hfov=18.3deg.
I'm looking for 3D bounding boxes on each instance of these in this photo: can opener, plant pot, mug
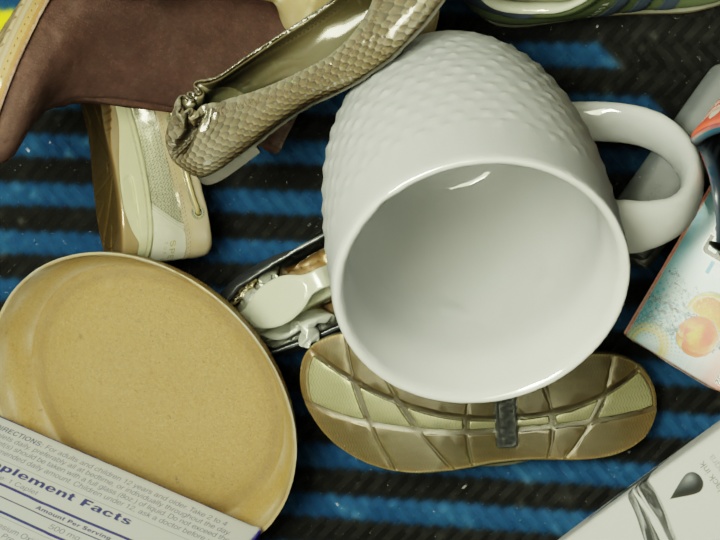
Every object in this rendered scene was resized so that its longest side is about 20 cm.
[{"bbox_3d":[0.137,-0.033,1.214,0.067,0.053,0.200,35,86,13],"label":"can opener"},{"bbox_3d":[-0.122,0.075,1.290,0.200,0.027,0.201,11,120,21],"label":"plant pot"},{"bbox_3d":[0.078,-0.044,1.154,0.199,0.176,0.148,-5,125,-2],"label":"mug"}]

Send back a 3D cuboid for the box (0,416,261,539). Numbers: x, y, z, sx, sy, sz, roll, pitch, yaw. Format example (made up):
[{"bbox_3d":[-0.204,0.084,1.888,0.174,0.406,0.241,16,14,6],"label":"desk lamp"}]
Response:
[{"bbox_3d":[-0.184,0.198,1.246,0.184,0.200,0.105,22,123,15],"label":"box"}]

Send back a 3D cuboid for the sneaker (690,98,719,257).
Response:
[{"bbox_3d":[0.221,0.003,1.116,0.075,0.084,0.200,-31,84,40],"label":"sneaker"}]

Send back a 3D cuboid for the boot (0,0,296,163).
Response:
[{"bbox_3d":[-0.113,-0.110,1.231,0.166,0.072,0.200,31,62,-12],"label":"boot"}]

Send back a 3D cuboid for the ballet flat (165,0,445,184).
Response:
[{"bbox_3d":[-0.028,-0.116,1.168,0.200,0.067,0.046,-35,116,25],"label":"ballet flat"}]

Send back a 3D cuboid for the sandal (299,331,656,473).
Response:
[{"bbox_3d":[0.066,0.071,1.263,0.199,0.054,0.081,1,99,1],"label":"sandal"}]

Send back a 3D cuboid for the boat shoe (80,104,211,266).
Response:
[{"bbox_3d":[-0.125,-0.102,1.304,0.065,0.072,0.201,-4,78,-20],"label":"boat shoe"}]

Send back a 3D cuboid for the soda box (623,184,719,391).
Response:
[{"bbox_3d":[0.220,-0.037,1.202,0.063,0.068,0.200,32,99,11],"label":"soda box"}]

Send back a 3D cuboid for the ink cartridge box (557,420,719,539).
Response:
[{"bbox_3d":[0.195,0.168,1.189,0.200,0.086,0.147,-40,82,25],"label":"ink cartridge box"}]

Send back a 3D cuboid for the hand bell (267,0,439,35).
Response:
[{"bbox_3d":[-0.067,-0.158,1.210,0.199,0.104,0.104,4,94,-21],"label":"hand bell"}]

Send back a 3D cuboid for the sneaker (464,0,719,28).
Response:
[{"bbox_3d":[0.146,-0.172,1.207,0.200,0.090,0.067,-11,88,15],"label":"sneaker"}]

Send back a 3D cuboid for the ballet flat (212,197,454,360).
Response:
[{"bbox_3d":[0.000,0.000,1.266,0.200,0.073,0.073,-25,85,15],"label":"ballet flat"}]
